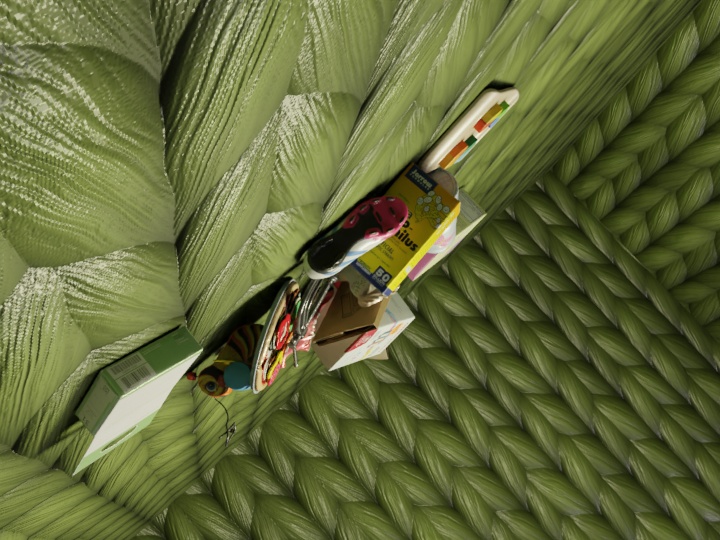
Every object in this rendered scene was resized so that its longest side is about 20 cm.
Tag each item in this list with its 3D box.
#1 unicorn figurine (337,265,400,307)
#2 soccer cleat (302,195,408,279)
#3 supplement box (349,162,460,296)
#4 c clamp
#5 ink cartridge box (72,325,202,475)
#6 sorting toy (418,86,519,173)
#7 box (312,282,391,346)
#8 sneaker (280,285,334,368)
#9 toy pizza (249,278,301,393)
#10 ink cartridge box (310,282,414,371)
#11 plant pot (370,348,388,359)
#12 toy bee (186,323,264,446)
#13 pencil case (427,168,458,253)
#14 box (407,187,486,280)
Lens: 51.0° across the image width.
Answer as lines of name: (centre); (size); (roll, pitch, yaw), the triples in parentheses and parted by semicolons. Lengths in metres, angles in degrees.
unicorn figurine: (0.000, 0.000, 1.427); (0.137, 0.074, 0.200); (-42, -155, 12)
soccer cleat: (-0.014, -0.054, 1.217); (0.200, 0.070, 0.086); (-34, 178, -20)
supplement box: (0.067, -0.067, 1.293); (0.200, 0.109, 0.110); (-50, 172, 1)
c clamp: (-0.078, 0.045, 1.298); (0.171, 0.027, 0.201); (94, 21, -59)
ink cartridge box: (-0.305, 0.171, 0.992); (0.200, 0.048, 0.145); (-48, 171, 36)
sorting toy: (0.200, -0.245, 1.334); (0.185, 0.037, 0.200); (-46, 172, 25)
box: (0.002, 0.051, 1.464); (0.163, 0.021, 0.201); (-21, -148, 41)
sneaker: (-0.117, 0.115, 1.505); (0.200, 0.087, 0.074); (-42, 173, -5)
toy pizza: (-0.135, 0.112, 1.265); (0.200, 0.032, 0.201); (18, 90, -85)
ink cartridge box: (-0.010, 0.105, 1.655); (0.145, 0.145, 0.200); (-48, 160, 30)
plant pot: (-0.009, 0.126, 1.866); (0.134, 0.202, 0.200); (-6, 174, 4)
toy bee: (-0.231, 0.171, 1.265); (0.131, 0.108, 0.201); (106, 6, -60)
pencil case: (0.141, -0.110, 1.446); (0.090, 0.084, 0.200); (-13, 153, 0)
box: (0.197, -0.094, 1.930); (0.200, 0.097, 0.176); (-34, 168, -46)
